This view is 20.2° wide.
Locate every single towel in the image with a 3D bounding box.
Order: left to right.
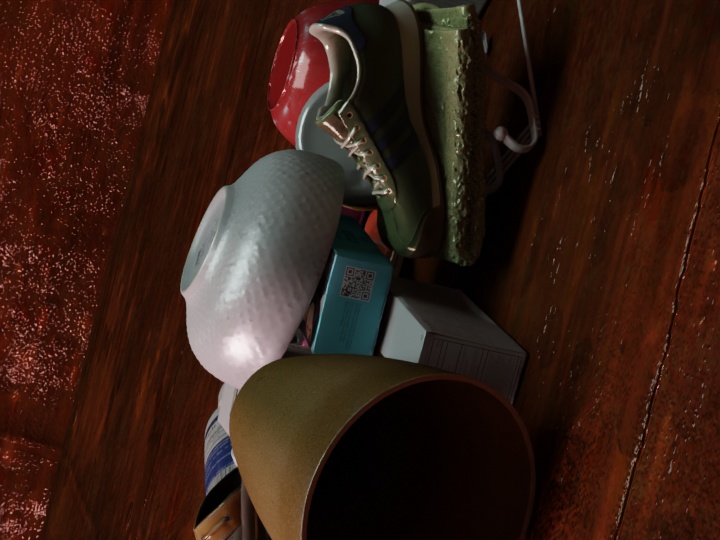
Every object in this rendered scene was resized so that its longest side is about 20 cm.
[{"bbox_3d":[0.055,-0.109,1.592,0.148,0.036,0.202,16,108,62],"label":"towel"}]

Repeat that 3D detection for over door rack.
[{"bbox_3d":[0.094,-0.152,1.640,0.148,0.066,0.202,129,151,-56],"label":"over door rack"}]

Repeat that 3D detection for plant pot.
[{"bbox_3d":[-0.006,0.134,1.423,0.200,0.185,0.188,27,104,56],"label":"plant pot"}]

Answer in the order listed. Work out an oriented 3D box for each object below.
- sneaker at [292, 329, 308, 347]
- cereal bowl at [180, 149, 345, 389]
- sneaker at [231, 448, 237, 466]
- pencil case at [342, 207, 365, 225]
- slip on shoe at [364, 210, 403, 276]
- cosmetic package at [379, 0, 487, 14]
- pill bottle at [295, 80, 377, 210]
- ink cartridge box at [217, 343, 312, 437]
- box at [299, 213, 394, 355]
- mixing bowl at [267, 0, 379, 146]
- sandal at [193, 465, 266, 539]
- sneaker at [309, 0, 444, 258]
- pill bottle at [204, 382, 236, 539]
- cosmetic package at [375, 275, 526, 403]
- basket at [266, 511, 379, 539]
[{"bbox_3d":[-0.064,0.068,1.935,0.096,0.078,0.201,79,-165,-46],"label":"sneaker"},{"bbox_3d":[-0.090,-0.009,1.630,0.201,0.083,0.201,-59,17,30],"label":"cereal bowl"},{"bbox_3d":[-0.059,0.207,1.793,0.200,0.070,0.100,25,131,65],"label":"sneaker"},{"bbox_3d":[-0.063,-0.019,2.065,0.094,0.090,0.200,56,141,21],"label":"pencil case"},{"bbox_3d":[0.000,0.000,1.826,0.201,0.061,0.074,-72,8,-52],"label":"slip on shoe"},{"bbox_3d":[0.081,-0.279,1.796,0.200,0.073,0.102,119,159,-50],"label":"cosmetic package"},{"bbox_3d":[0.004,-0.110,1.795,0.200,0.112,0.114,20,-96,-88],"label":"pill bottle"},{"bbox_3d":[-0.029,0.122,1.693,0.200,0.144,0.085,-147,70,-75],"label":"ink cartridge box"},{"bbox_3d":[-0.021,0.009,1.640,0.200,0.049,0.083,-127,50,-75],"label":"box"},{"bbox_3d":[-0.030,-0.197,2.061,0.200,0.107,0.202,-165,90,-76],"label":"mixing bowl"},{"bbox_3d":[-0.099,0.183,1.549,0.082,0.054,0.202,-110,27,-70],"label":"sandal"},{"bbox_3d":[0.005,-0.107,1.553,0.067,0.089,0.202,-10,85,61],"label":"sneaker"},{"bbox_3d":[-0.095,0.188,1.947,0.201,0.110,0.112,-97,25,-53],"label":"pill bottle"},{"bbox_3d":[0.058,0.052,1.560,0.200,0.082,0.051,-131,57,-73],"label":"cosmetic package"},{"bbox_3d":[-0.016,0.255,1.568,0.200,0.135,0.182,146,128,-63],"label":"basket"}]
